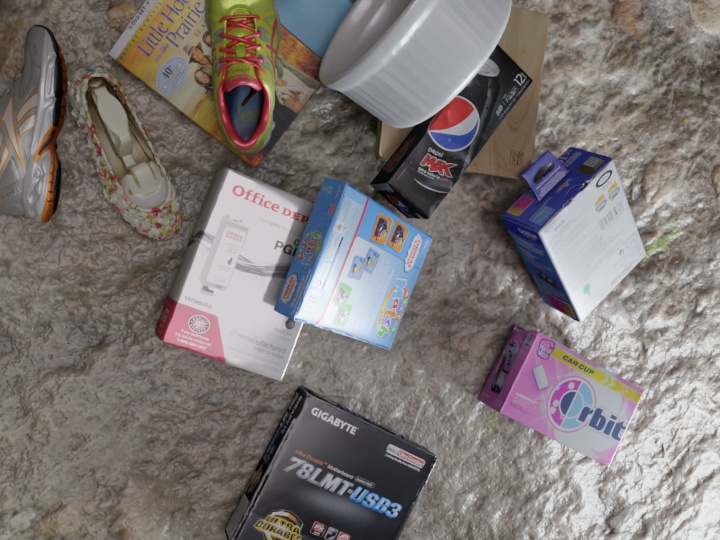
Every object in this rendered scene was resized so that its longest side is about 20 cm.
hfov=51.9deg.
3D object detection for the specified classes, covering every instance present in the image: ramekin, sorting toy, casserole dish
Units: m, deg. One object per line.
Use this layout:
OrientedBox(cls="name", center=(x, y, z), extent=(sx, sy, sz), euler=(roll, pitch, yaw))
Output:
OrientedBox(cls="ramekin", center=(0.056, -0.241, 0.745), extent=(0.098, 0.200, 0.201), euler=(35, 84, -23))
OrientedBox(cls="sorting toy", center=(0.114, -0.221, 0.901), extent=(0.197, 0.070, 0.201), euler=(6, 93, -18))
OrientedBox(cls="casserole dish", center=(-0.064, -0.300, 0.852), extent=(0.199, 0.039, 0.122), euler=(32, 84, -19))

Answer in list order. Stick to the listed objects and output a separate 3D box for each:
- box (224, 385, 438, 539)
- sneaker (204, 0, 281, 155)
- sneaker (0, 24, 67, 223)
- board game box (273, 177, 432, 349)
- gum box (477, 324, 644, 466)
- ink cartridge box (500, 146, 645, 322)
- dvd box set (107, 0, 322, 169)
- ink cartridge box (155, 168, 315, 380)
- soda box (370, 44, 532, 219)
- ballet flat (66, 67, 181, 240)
OrientedBox(cls="box", center=(-0.033, 0.273, 0.907), extent=(0.199, 0.050, 0.199), euler=(30, 86, -19))
OrientedBox(cls="sneaker", center=(-0.117, -0.214, 0.758), extent=(0.078, 0.090, 0.201), euler=(-5, 108, -4))
OrientedBox(cls="sneaker", center=(-0.354, -0.152, 0.755), extent=(0.091, 0.076, 0.201), euler=(6, 92, -14))
OrientedBox(cls="board game box", center=(0.000, 0.000, 0.844), extent=(0.200, 0.036, 0.152), euler=(25, 86, -54))
OrientedBox(cls="gum box", center=(0.262, 0.163, 0.982), extent=(0.199, 0.066, 0.114), euler=(28, 87, -18))
OrientedBox(cls="ink cartridge box", center=(0.266, -0.056, 0.929), extent=(0.136, 0.076, 0.200), euler=(-43, 127, -11))
OrientedBox(cls="dvd box set", center=(-0.150, -0.230, 0.813), extent=(0.200, 0.029, 0.146), euler=(38, 101, -17))
OrientedBox(cls="ink cartridge box", center=(-0.126, 0.002, 0.834), extent=(0.146, 0.083, 0.201), euler=(21, 88, -18))
OrientedBox(cls="soda box", center=(0.101, -0.154, 0.828), extent=(0.063, 0.071, 0.200), euler=(39, 83, -16))
OrientedBox(cls="ballet flat", center=(-0.251, -0.123, 0.791), extent=(0.075, 0.064, 0.201), euler=(-33, 104, -23))
